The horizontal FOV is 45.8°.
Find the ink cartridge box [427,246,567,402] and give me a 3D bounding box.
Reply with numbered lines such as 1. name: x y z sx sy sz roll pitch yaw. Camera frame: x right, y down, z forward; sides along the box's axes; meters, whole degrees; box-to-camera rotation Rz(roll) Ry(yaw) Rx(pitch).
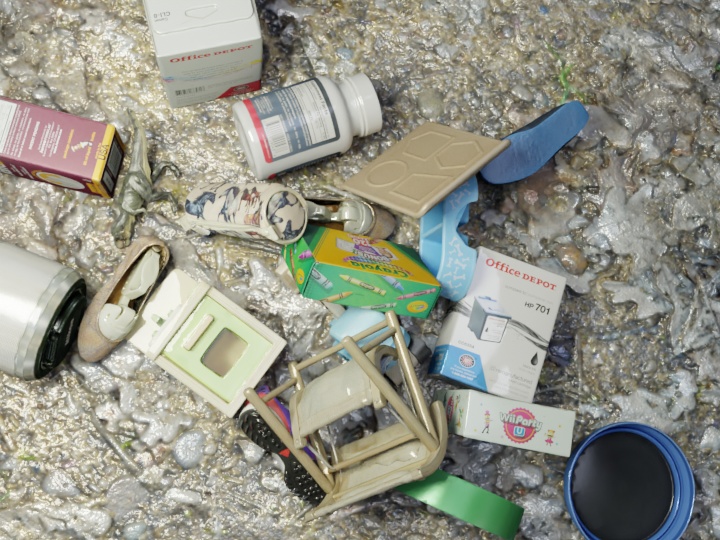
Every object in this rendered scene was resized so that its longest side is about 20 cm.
1. ink cartridge box: 0.202 0.084 1.267 0.146 0.086 0.201 19 81 -5

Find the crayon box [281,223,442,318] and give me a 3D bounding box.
1. crayon box: 0.000 0.000 1.196 0.199 0.119 0.058 11 115 -27

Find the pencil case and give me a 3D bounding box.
1. pencil case: -0.162 -0.079 1.187 0.090 0.200 0.078 -56 130 -26

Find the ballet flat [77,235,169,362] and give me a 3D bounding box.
1. ballet flat: -0.329 0.038 1.193 0.068 0.067 0.201 35 71 -39

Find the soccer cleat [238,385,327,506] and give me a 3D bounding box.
1. soccer cleat: -0.094 0.248 1.203 0.068 0.073 0.200 -28 112 22

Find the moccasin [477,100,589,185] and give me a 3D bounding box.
1. moccasin: 0.267 -0.188 1.326 0.200 0.068 0.081 -29 94 -10

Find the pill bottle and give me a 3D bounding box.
1. pill bottle: -0.076 -0.217 1.253 0.199 0.120 0.120 -20 85 -11

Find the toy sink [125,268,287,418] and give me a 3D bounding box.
1. toy sink: -0.221 0.095 1.190 0.200 0.112 0.130 37 78 -1

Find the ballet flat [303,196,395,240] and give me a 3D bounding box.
1. ballet flat: -0.043 -0.077 1.256 0.199 0.067 0.068 2 78 -8

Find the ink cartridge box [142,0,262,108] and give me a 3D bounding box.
1. ink cartridge box: -0.224 -0.342 1.209 0.145 0.200 0.145 -13 84 -10

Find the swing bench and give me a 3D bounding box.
1. swing bench: -0.011 0.191 1.109 0.199 0.130 0.200 -29 88 32

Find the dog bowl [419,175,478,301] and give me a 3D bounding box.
1. dog bowl: 0.126 -0.056 1.254 0.049 0.111 0.201 8 76 -17

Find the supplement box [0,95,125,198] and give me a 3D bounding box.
1. supplement box: -0.445 -0.175 1.199 0.199 0.110 0.086 14 80 -6

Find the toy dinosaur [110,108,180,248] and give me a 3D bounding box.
1. toy dinosaur: -0.307 -0.127 1.235 0.088 0.047 0.201 8 90 -26

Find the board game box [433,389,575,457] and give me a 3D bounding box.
1. board game box: 0.190 0.210 1.187 0.147 0.200 0.065 12 79 -6

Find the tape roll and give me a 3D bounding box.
1. tape roll: 0.122 0.305 1.163 0.200 0.200 0.048 26 79 -4

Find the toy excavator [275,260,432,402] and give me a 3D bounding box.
1. toy excavator: -0.019 0.068 1.221 0.100 0.194 0.200 -45 118 -11

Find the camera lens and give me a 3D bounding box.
1. camera lens: -0.480 0.045 1.136 0.199 0.160 0.160 22 79 -4

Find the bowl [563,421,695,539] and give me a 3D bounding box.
1. bowl: 0.400 0.328 1.282 0.200 0.039 0.201 1 82 -8

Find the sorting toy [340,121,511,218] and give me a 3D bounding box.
1. sorting toy: 0.093 -0.145 1.231 0.185 0.200 0.037 -39 124 -22
